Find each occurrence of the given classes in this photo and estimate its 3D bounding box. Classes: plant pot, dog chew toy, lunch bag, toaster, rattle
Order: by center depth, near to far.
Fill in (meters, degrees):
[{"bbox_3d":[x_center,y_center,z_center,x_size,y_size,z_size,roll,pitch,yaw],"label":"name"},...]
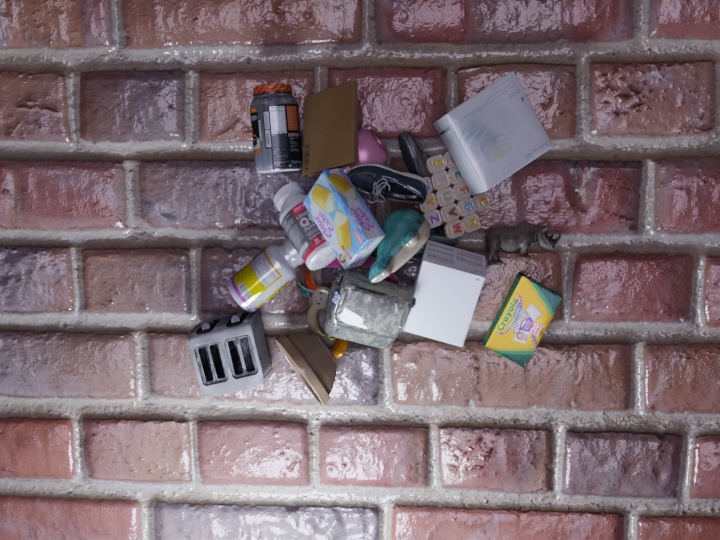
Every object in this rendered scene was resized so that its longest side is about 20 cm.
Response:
[{"bbox_3d":[0.017,0.082,1.675,0.195,0.169,0.142,15,54,-12],"label":"lunch bag"},{"bbox_3d":[-0.029,-0.249,1.712,0.199,0.125,0.125,-38,94,16],"label":"dog chew toy"},{"bbox_3d":[-0.120,0.227,1.750,0.092,0.201,0.203,-35,94,-13],"label":"plant pot"},{"bbox_3d":[-0.102,0.107,1.753,0.128,0.143,0.204,-19,105,30],"label":"rattle"},{"bbox_3d":[-0.330,0.217,1.790,0.176,0.119,0.206,-12,97,6],"label":"toaster"}]

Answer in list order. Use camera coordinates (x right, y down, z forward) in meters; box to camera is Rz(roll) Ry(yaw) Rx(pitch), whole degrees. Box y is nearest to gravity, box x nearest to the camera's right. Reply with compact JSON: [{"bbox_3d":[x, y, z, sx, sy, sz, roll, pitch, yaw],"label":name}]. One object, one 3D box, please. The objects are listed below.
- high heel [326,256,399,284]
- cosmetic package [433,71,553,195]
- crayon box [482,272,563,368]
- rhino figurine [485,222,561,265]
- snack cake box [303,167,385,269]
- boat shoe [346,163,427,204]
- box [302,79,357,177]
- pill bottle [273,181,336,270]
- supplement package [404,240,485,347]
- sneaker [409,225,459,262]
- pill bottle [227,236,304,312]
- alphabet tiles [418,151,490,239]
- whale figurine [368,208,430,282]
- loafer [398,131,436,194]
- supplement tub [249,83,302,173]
[{"bbox_3d":[0.000,0.000,1.759,0.198,0.067,0.097,35,89,4],"label":"high heel"},{"bbox_3d":[0.311,-0.319,1.655,0.197,0.123,0.203,-32,96,-6],"label":"cosmetic package"},{"bbox_3d":[0.405,0.124,1.757,0.117,0.058,0.204,26,99,0],"label":"crayon box"},{"bbox_3d":[0.400,-0.071,1.731,0.194,0.060,0.090,-10,86,2],"label":"rhino figurine"},{"bbox_3d":[-0.040,-0.120,1.626,0.202,0.066,0.115,57,133,17],"label":"snack cake box"},{"bbox_3d":[0.059,-0.194,1.638,0.194,0.063,0.076,14,135,-2],"label":"boat shoe"},{"bbox_3d":[-0.073,-0.337,1.678,0.160,0.021,0.206,-8,76,36],"label":"box"},{"bbox_3d":[-0.132,-0.113,1.720,0.110,0.111,0.202,-36,74,8],"label":"pill bottle"},{"bbox_3d":[0.204,0.056,1.705,0.152,0.112,0.204,15,119,2],"label":"supplement package"},{"bbox_3d":[0.148,-0.068,1.753,0.194,0.074,0.084,1,116,8],"label":"sneaker"},{"bbox_3d":[-0.231,0.006,1.761,0.198,0.104,0.105,-38,94,8],"label":"pill bottle"},{"bbox_3d":[0.226,-0.186,1.706,0.191,0.015,0.205,-18,93,-21],"label":"alphabet tiles"},{"bbox_3d":[0.076,-0.063,1.625,0.104,0.159,0.201,45,60,-7],"label":"whale figurine"},{"bbox_3d":[0.156,-0.252,1.729,0.062,0.072,0.204,-27,102,-13],"label":"loafer"},{"bbox_3d":[-0.205,-0.343,1.706,0.119,0.123,0.206,-3,97,4],"label":"supplement tub"}]
